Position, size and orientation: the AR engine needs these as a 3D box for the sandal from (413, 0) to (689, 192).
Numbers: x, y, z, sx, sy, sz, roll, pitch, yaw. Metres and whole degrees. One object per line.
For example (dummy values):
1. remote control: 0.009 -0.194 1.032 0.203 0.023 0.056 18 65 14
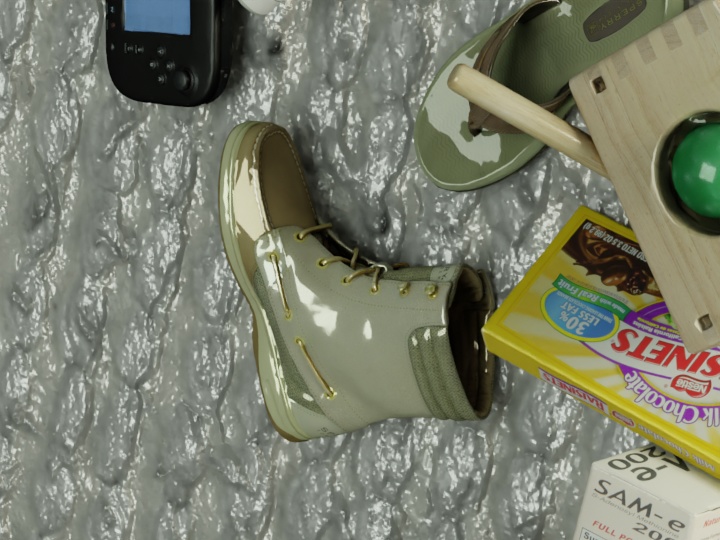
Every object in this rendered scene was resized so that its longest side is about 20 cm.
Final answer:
1. sandal: 0.098 -0.118 1.593 0.201 0.057 0.080 -38 75 33

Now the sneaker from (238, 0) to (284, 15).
1. sneaker: -0.050 -0.271 1.639 0.146 0.077 0.203 -26 102 28

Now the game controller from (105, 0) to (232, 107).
1. game controller: -0.122 -0.204 1.749 0.104 0.042 0.202 7 101 35

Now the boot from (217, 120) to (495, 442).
1. boot: 0.000 0.000 1.676 0.154 0.072 0.201 -7 98 37

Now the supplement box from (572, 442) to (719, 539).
1. supplement box: 0.165 0.199 1.555 0.073 0.126 0.201 24 110 32

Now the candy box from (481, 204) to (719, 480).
1. candy box: 0.175 0.045 1.547 0.199 0.026 0.102 29 69 29

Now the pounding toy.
1. pounding toy: 0.183 -0.059 1.455 0.142 0.200 0.185 -29 80 35
